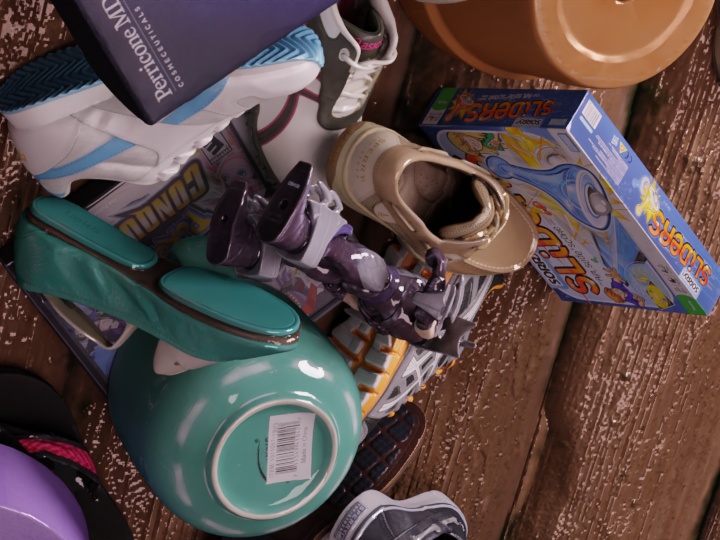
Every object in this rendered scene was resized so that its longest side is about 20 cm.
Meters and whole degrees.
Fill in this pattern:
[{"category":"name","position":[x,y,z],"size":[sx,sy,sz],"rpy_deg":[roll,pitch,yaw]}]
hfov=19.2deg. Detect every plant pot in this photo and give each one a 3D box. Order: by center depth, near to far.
[{"category":"plant pot","position":[0.135,-0.202,1.355],"size":[0.199,0.140,0.201],"rpy_deg":[-11,119,-21]}]

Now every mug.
[{"category":"mug","position":[-0.085,0.087,1.371],"size":[0.152,0.114,0.185],"rpy_deg":[-48,125,2]}]

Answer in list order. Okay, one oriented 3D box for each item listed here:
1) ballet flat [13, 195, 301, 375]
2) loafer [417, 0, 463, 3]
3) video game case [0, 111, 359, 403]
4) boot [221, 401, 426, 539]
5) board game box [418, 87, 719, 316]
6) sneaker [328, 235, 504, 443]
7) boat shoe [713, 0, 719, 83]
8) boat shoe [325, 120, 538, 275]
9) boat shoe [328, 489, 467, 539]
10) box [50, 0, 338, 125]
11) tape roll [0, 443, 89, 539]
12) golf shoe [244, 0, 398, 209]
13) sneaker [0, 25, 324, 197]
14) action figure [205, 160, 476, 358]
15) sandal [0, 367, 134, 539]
[{"category":"ballet flat","position":[-0.127,0.023,1.296],"size":[0.067,0.200,0.071],"rpy_deg":[-33,144,-61]},{"category":"loafer","position":[0.095,-0.227,1.240],"size":[0.200,0.076,0.068],"rpy_deg":[-30,151,21]},{"category":"video game case","position":[-0.109,-0.005,1.399],"size":[0.200,0.026,0.181],"rpy_deg":[-37,125,-6]},{"category":"boot","position":[-0.027,0.179,1.523],"size":[0.200,0.075,0.097],"rpy_deg":[-42,152,-15]},{"category":"board game box","position":[0.145,-0.046,1.441],"size":[0.200,0.135,0.035],"rpy_deg":[48,63,-35]},{"category":"sneaker","position":[0.030,0.054,1.470],"size":[0.077,0.078,0.200],"rpy_deg":[32,96,-40]},{"category":"boat shoe","position":[0.283,-0.199,1.472],"size":[0.074,0.073,0.201],"rpy_deg":[-26,123,-14]},{"category":"boat shoe","position":[0.060,-0.035,1.368],"size":[0.200,0.064,0.071],"rpy_deg":[22,91,-48]},{"category":"boat shoe","position":[0.045,0.198,1.503],"size":[0.072,0.068,0.200],"rpy_deg":[-56,157,1]},{"category":"box","position":[-0.074,-0.196,1.062],"size":[0.200,0.104,0.148],"rpy_deg":[-36,126,-7]},{"category":"tape roll","position":[-0.272,0.203,1.366],"size":[0.199,0.066,0.201],"rpy_deg":[-6,126,-8]},{"category":"golf shoe","position":[-0.022,-0.126,1.328],"size":[0.077,0.088,0.201],"rpy_deg":[-20,117,-36]},{"category":"sneaker","position":[-0.116,-0.104,1.299],"size":[0.199,0.077,0.081],"rpy_deg":[-13,125,8]},{"category":"action figure","position":[0.000,0.000,1.343],"size":[0.200,0.130,0.070],"rpy_deg":[30,73,-44]},{"category":"sandal","position":[-0.205,0.140,1.410],"size":[0.075,0.045,0.200],"rpy_deg":[-35,125,-6]}]
